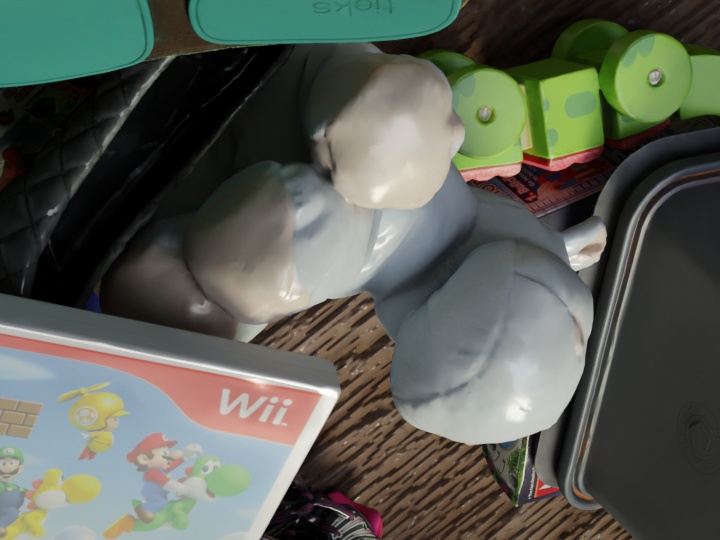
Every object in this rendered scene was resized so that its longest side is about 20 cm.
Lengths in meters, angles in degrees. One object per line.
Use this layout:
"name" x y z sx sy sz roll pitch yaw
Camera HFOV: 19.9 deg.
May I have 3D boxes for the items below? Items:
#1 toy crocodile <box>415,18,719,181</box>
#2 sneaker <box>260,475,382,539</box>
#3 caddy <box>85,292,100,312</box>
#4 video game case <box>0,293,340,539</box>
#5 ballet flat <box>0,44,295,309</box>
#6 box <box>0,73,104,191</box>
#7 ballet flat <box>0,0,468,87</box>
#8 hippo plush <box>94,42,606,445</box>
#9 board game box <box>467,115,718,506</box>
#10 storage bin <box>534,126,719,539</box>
"toy crocodile" 0.077 -0.068 0.878 0.200 0.068 0.062 -12 106 -18
"sneaker" -0.035 0.127 0.900 0.075 0.081 0.200 -62 172 -5
"caddy" -0.152 0.077 0.812 0.200 0.105 0.141 -37 150 3
"video game case" -0.110 0.095 0.706 0.143 0.017 0.200 13 125 -24
"ballet flat" -0.066 -0.046 0.699 0.200 0.057 0.066 -50 147 -4
"box" -0.199 -0.048 0.746 0.200 0.040 0.137 -44 133 -2
"ballet flat" -0.064 -0.100 0.649 0.200 0.071 0.071 -6 124 -4
"hippo plush" 0.000 0.000 0.773 0.159 0.200 0.161 -40 113 10
"board game box" 0.112 0.005 0.964 0.200 0.062 0.200 -10 123 -27
"storage bin" 0.183 0.054 0.896 0.146 0.134 0.200 -11 131 -27
